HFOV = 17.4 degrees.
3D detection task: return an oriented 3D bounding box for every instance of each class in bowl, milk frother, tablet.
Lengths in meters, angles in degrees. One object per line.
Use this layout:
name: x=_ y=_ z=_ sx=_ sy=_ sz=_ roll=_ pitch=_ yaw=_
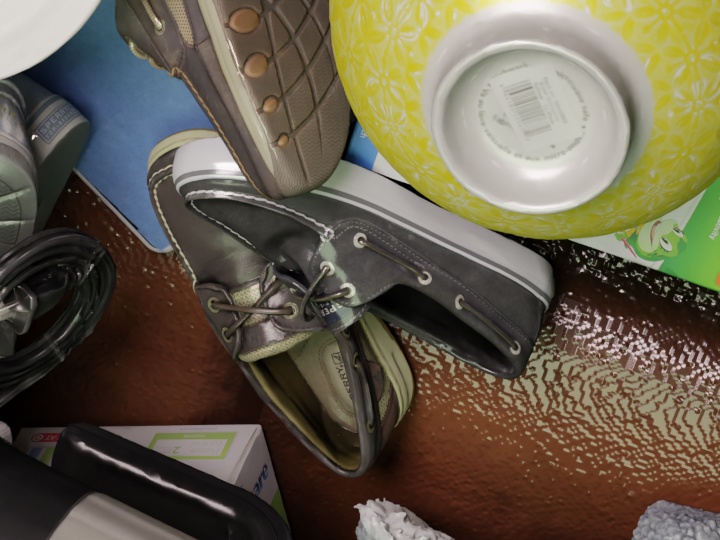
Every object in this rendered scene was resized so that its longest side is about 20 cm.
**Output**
bowl: x=0.076 y=-0.085 z=0.964 sx=0.199 sy=0.108 sz=0.201 roll=6 pitch=124 yaw=9
milk frother: x=-0.112 y=0.110 z=1.071 sx=0.188 sy=0.181 sz=0.200 roll=25 pitch=140 yaw=9
tablet: x=-0.073 y=-0.099 z=1.121 sx=0.200 sy=0.014 sz=0.130 roll=-34 pitch=108 yaw=32

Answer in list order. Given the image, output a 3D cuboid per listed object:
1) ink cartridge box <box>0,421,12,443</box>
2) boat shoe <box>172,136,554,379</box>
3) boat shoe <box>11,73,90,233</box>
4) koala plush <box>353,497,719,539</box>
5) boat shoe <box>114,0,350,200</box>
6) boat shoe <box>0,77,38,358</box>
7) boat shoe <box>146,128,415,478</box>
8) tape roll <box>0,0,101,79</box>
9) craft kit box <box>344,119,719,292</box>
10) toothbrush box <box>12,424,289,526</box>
ink cartridge box: x=-0.271 y=0.139 z=1.244 sx=0.199 sy=0.045 sz=0.177 roll=14 pitch=119 yaw=26
boat shoe: x=0.000 y=0.000 z=1.095 sx=0.200 sy=0.066 sz=0.070 roll=23 pitch=156 yaw=-27
boat shoe: x=-0.201 y=-0.030 z=1.178 sx=0.071 sy=0.070 sz=0.201 roll=41 pitch=131 yaw=4
koala plush: x=0.076 y=0.201 z=1.197 sx=0.200 sy=0.184 sz=0.178 roll=23 pitch=128 yaw=16
boat shoe: x=-0.067 y=-0.122 z=1.044 sx=0.073 sy=0.074 sz=0.201 roll=-25 pitch=83 yaw=43
boat shoe: x=-0.193 y=-0.003 z=1.113 sx=0.074 sy=0.065 sz=0.202 roll=12 pitch=134 yaw=-11
boat shoe: x=-0.038 y=0.018 z=1.149 sx=0.073 sy=0.065 sz=0.200 roll=-23 pitch=121 yaw=27
tape roll: x=-0.182 y=-0.178 z=0.968 sx=0.202 sy=0.071 sz=0.203 roll=6 pitch=123 yaw=9
craft kit box: x=0.114 y=-0.103 z=1.033 sx=0.197 sy=0.049 sz=0.200 roll=21 pitch=126 yaw=2
toothbrush box: x=-0.109 y=0.188 z=1.285 sx=0.145 sy=0.086 sz=0.200 roll=-3 pitch=123 yaw=19
